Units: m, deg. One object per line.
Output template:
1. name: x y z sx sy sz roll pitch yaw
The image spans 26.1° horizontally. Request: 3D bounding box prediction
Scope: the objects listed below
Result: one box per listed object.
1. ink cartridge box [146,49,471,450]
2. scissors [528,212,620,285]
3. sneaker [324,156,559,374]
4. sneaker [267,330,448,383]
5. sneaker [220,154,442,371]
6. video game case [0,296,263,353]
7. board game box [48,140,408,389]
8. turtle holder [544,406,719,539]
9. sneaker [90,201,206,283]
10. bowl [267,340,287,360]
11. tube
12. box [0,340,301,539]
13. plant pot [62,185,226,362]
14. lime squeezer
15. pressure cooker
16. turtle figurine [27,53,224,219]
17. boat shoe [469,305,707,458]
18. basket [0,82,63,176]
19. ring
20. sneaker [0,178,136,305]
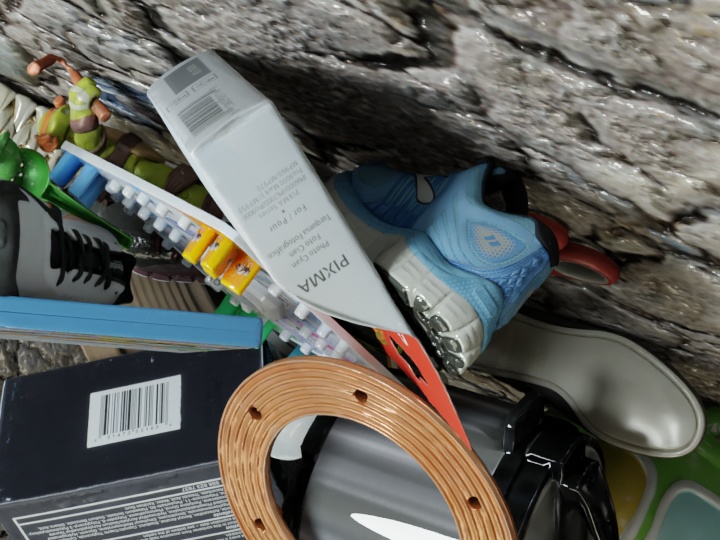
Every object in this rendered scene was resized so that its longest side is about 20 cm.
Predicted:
1. ink cartridge box: -0.029 -0.005 0.771 0.201 0.047 0.160 60 175 -21
2. scissors: 0.089 -0.007 0.917 0.073 0.014 0.200 25 170 -13
3. sneaker: 0.045 -0.016 0.787 0.079 0.090 0.200 58 176 -26
4. sneaker: -0.012 0.047 1.238 0.200 0.079 0.079 44 -152 -12
5. sneaker: 0.000 0.000 0.962 0.075 0.077 0.200 17 164 47
6. video game case: -0.149 0.033 0.890 0.142 0.018 0.200 6 175 -18
7. board game box: -0.074 0.012 0.920 0.199 0.026 0.200 26 166 50
8. turtle holder: 0.204 0.158 1.089 0.140 0.132 0.186 24 159 37
9. sneaker: -0.094 -0.027 1.099 0.198 0.076 0.115 17 165 -11
10. bowl: -0.039 0.127 1.306 0.201 0.105 0.201 42 -158 -21
11. tube: -0.029 0.064 1.078 0.050 0.077 0.200 44 -157 -6
12. box: -0.140 0.164 1.134 0.198 0.124 0.199 -11 134 6
13. plant pot: -0.153 0.013 1.213 0.092 0.202 0.201 -20 154 12
14. lime squeezer: -0.211 -0.055 0.968 0.071 0.038 0.200 48 -179 20
15. pressure cooker: 0.069 0.168 0.980 0.198 0.180 0.176 14 162 28
16. turtle figurine: -0.148 -0.070 1.003 0.160 0.065 0.200 25 169 3
17. boat shoe: 0.144 0.066 1.015 0.199 0.067 0.057 23 -174 34
18. basket: -0.301 -0.069 1.166 0.123 0.137 0.200 25 170 -12
19. ring: 0.004 0.134 0.875 0.199 0.019 0.202 20 128 27
20. sneaker: -0.183 -0.012 0.930 0.079 0.075 0.200 5 175 3
